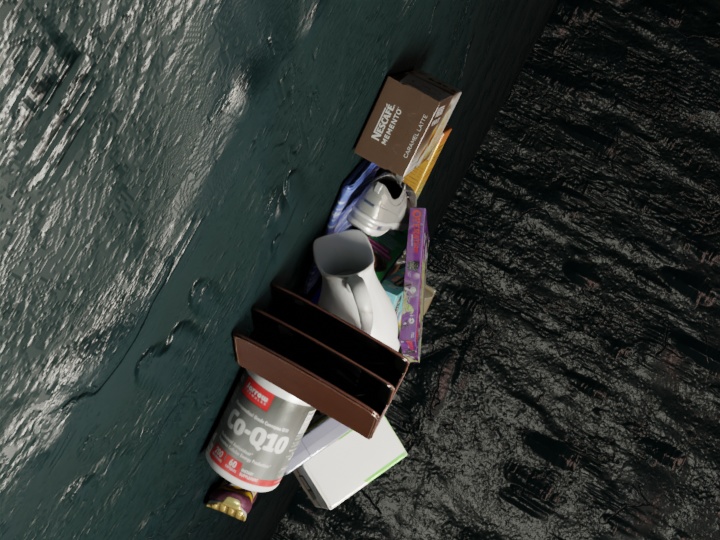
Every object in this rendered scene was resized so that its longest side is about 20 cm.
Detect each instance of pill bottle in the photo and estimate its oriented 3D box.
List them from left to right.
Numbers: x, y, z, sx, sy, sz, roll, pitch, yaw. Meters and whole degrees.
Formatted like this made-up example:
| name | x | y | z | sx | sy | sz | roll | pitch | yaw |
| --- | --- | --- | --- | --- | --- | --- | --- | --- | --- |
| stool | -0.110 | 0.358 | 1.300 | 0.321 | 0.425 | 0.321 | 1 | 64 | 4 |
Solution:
| name | x | y | z | sx | sy | sz | roll | pitch | yaw |
| --- | --- | --- | --- | --- | --- | --- | --- | --- | --- |
| pill bottle | -0.121 | 0.186 | 1.380 | 0.202 | 0.113 | 0.114 | -64 | 173 | 11 |

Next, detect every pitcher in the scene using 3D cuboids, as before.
| name | x | y | z | sx | sy | sz | roll | pitch | yaw |
| --- | --- | --- | --- | --- | --- | --- | --- | --- | --- |
| pitcher | -0.004 | 0.071 | 1.401 | 0.172 | 0.119 | 0.202 | -110 | -170 | -59 |

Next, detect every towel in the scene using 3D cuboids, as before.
| name | x | y | z | sx | sy | sz | roll | pitch | yaw |
| --- | --- | --- | --- | --- | --- | --- | --- | --- | --- |
| towel | -0.023 | -0.073 | 1.496 | 0.145 | 0.024 | 0.202 | -52 | 168 | -54 |

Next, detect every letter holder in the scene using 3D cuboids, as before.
| name | x | y | z | sx | sy | sz | roll | pitch | yaw |
| --- | --- | --- | --- | --- | --- | --- | --- | --- | --- |
| letter holder | -0.047 | 0.103 | 1.244 | 0.101 | 0.198 | 0.142 | -59 | 173 | -18 |

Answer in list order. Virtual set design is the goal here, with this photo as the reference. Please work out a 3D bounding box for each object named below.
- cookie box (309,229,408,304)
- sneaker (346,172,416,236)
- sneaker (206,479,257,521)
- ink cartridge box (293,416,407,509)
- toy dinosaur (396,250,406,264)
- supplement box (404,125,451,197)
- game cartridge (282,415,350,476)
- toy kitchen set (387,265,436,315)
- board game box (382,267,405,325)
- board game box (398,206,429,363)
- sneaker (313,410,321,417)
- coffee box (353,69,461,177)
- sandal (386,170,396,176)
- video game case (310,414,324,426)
| name | x | y | z | sx | sy | sz | roll | pitch | yaw |
| --- | --- | --- | --- | --- | --- | --- | --- | --- | --- |
| cookie box | 0.000 | 0.000 | 1.609 | 0.171 | 0.075 | 0.201 | -51 | -178 | 45 |
| sneaker | 0.049 | -0.106 | 1.494 | 0.083 | 0.074 | 0.200 | -60 | 173 | 21 |
| sneaker | -0.204 | 0.358 | 1.676 | 0.200 | 0.074 | 0.091 | 118 | -7 | -75 |
| ink cartridge box | -0.023 | 0.297 | 1.594 | 0.145 | 0.085 | 0.200 | -33 | 175 | -14 |
| toy dinosaur | 0.061 | -0.030 | 1.812 | 0.199 | 0.087 | 0.048 | -2 | 99 | -49 |
| supplement box | 0.083 | -0.168 | 1.763 | 0.202 | 0.068 | 0.067 | -63 | 172 | 23 |
| game cartridge | -0.057 | 0.242 | 1.521 | 0.199 | 0.041 | 0.133 | -32 | -179 | -30 |
| toy kitchen set | 0.029 | 0.083 | 1.934 | 0.181 | 0.162 | 0.201 | -57 | 171 | -39 |
| board game box | 0.048 | 0.088 | 1.810 | 0.200 | 0.046 | 0.153 | -30 | 140 | -70 |
| board game box | 0.080 | 0.023 | 1.499 | 0.120 | 0.032 | 0.203 | 62 | 32 | -68 |
| sneaker | -0.055 | 0.180 | 1.528 | 0.201 | 0.080 | 0.074 | -52 | 160 | 3 |
| coffee box | 0.069 | -0.208 | 1.411 | 0.115 | 0.079 | 0.200 | -64 | 174 | 17 |
| sandal | 0.036 | -0.112 | 1.694 | 0.081 | 0.053 | 0.202 | -75 | 172 | -53 |
| video game case | -0.048 | 0.193 | 1.678 | 0.143 | 0.018 | 0.203 | 91 | 19 | -82 |
